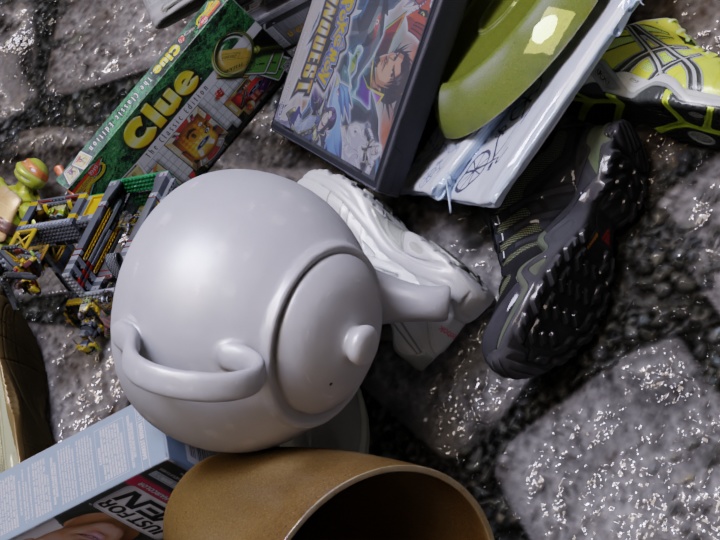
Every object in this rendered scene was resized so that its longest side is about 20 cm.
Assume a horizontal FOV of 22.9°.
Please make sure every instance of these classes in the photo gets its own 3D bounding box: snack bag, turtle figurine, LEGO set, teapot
[{"bbox_3d":[0.107,-0.123,1.254,0.189,0.021,0.200,-55,16,-4],"label":"snack bag"},{"bbox_3d":[-0.316,-0.040,1.532,0.200,0.064,0.162,36,95,33],"label":"turtle figurine"},{"bbox_3d":[-0.192,0.016,1.357,0.198,0.154,0.116,-1,47,26],"label":"LEGO set"},{"bbox_3d":[-0.055,0.034,1.136,0.145,0.198,0.201,15,64,35],"label":"teapot"}]

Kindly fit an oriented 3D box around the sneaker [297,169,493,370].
[{"bbox_3d":[0.000,0.000,1.287,0.100,0.078,0.200,-53,47,2],"label":"sneaker"}]

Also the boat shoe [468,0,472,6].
[{"bbox_3d":[0.041,-0.193,1.371,0.072,0.068,0.201,27,82,41],"label":"boat shoe"}]

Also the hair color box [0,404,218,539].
[{"bbox_3d":[-0.197,0.171,1.306,0.199,0.099,0.061,-27,53,19],"label":"hair color box"}]

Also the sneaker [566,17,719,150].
[{"bbox_3d":[0.215,-0.135,1.216,0.199,0.075,0.077,19,78,39],"label":"sneaker"}]

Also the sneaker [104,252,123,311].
[{"bbox_3d":[-0.123,0.004,1.252,0.077,0.139,0.202,-18,57,41],"label":"sneaker"}]

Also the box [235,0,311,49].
[{"bbox_3d":[-0.034,-0.281,1.486,0.199,0.048,0.159,-25,52,20],"label":"box"}]

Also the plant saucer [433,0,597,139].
[{"bbox_3d":[0.112,-0.184,1.275,0.200,0.031,0.200,-48,16,18],"label":"plant saucer"}]

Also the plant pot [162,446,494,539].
[{"bbox_3d":[-0.043,0.189,1.155,0.199,0.186,0.187,19,76,53],"label":"plant pot"}]

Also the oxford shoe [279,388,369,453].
[{"bbox_3d":[-0.044,0.074,1.286,0.075,0.058,0.201,-26,54,17],"label":"oxford shoe"}]

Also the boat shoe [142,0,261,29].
[{"bbox_3d":[-0.086,-0.248,1.429,0.198,0.072,0.066,-17,89,8],"label":"boat shoe"}]

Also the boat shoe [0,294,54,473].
[{"bbox_3d":[-0.290,0.110,1.422,0.064,0.073,0.201,-26,53,13],"label":"boat shoe"}]

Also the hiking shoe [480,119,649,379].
[{"bbox_3d":[0.123,-0.014,1.222,0.100,0.076,0.201,6,59,45],"label":"hiking shoe"}]

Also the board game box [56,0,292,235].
[{"bbox_3d":[-0.146,-0.122,1.435,0.200,0.105,0.023,-50,47,1],"label":"board game box"}]

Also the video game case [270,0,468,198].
[{"bbox_3d":[0.010,-0.175,1.330,0.181,0.025,0.201,34,107,55],"label":"video game case"}]
